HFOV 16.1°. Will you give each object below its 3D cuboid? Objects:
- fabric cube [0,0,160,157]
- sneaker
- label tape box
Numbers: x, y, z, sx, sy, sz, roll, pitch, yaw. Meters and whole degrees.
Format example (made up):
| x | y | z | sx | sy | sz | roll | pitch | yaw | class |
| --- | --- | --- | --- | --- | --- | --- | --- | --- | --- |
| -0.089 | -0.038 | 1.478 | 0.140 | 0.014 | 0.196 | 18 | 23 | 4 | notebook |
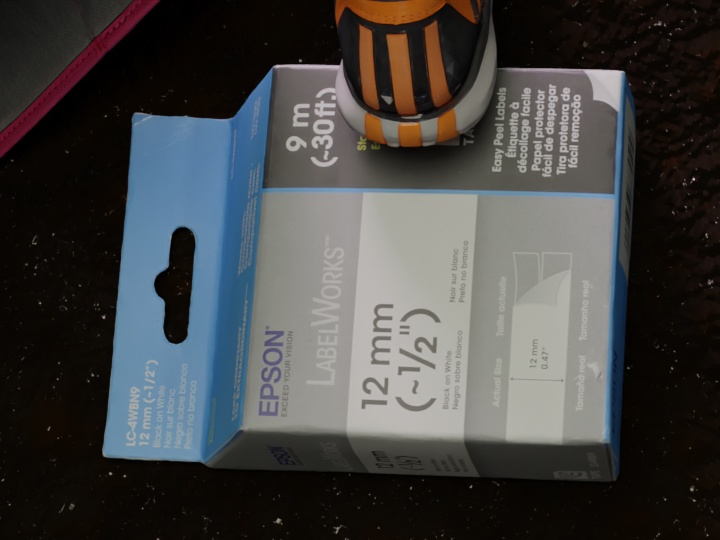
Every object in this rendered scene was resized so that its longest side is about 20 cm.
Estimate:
| x | y | z | sx | sy | sz | roll | pitch | yaw | class |
| --- | --- | --- | --- | --- | --- | --- | --- | --- | --- |
| -0.196 | -0.162 | 0.928 | 0.200 | 0.196 | 0.200 | -40 | 69 | 29 | fabric cube |
| 0.021 | -0.148 | 0.938 | 0.077 | 0.112 | 0.200 | -5 | 43 | 2 | sneaker |
| 0.000 | 0.000 | 0.955 | 0.199 | 0.066 | 0.144 | 2 | 74 | 8 | label tape box |
